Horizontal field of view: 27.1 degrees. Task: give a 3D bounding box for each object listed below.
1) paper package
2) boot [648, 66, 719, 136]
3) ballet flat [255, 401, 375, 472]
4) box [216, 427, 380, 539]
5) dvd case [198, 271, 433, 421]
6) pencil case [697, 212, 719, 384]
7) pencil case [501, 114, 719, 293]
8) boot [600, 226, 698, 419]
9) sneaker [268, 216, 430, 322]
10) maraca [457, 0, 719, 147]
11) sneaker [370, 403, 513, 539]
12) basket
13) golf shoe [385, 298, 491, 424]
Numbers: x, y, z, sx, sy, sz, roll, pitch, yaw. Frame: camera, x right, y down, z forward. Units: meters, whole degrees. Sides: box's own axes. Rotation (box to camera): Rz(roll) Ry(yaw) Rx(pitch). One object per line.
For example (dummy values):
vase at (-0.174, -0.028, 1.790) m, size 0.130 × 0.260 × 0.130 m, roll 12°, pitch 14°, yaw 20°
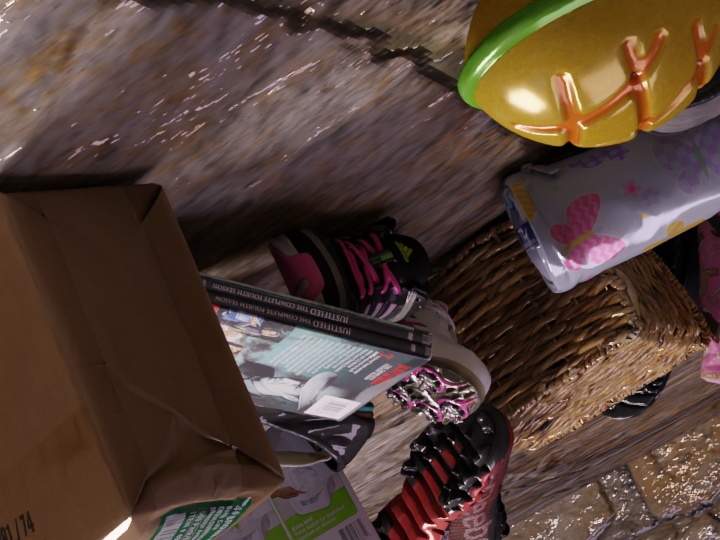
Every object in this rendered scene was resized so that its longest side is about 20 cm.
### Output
paper package at (-0.161, 0.081, 0.788) m, size 0.103 × 0.192 × 0.200 m, roll -6°, pitch 154°, yaw -47°
boot at (0.199, -0.117, 0.937) m, size 0.198 × 0.071 × 0.132 m, roll -15°, pitch 166°, yaw -17°
ballet flat at (-0.073, 0.101, 1.057) m, size 0.199 × 0.068 × 0.069 m, roll 23°, pitch 95°, yaw -33°
box at (-0.116, 0.180, 1.112) m, size 0.199 × 0.178 × 0.097 m, roll -27°, pitch 172°, yaw -31°
dvd case at (-0.074, 0.047, 0.923) m, size 0.198 × 0.022 × 0.146 m, roll 16°, pitch 154°, yaw -18°
pencil case at (0.316, -0.002, 1.196) m, size 0.086 × 0.203 × 0.082 m, roll 0°, pitch 178°, yaw 42°
pencil case at (0.198, -0.063, 1.048) m, size 0.198 × 0.092 × 0.083 m, roll -25°, pitch 168°, yaw 1°
boot at (0.269, 0.029, 1.288) m, size 0.076 × 0.203 × 0.167 m, roll 12°, pitch -178°, yaw 33°
sneaker at (0.000, 0.000, 0.986) m, size 0.087 × 0.074 × 0.200 m, roll -27°, pitch 168°, yaw 6°
maraca at (0.138, -0.124, 0.753) m, size 0.198 × 0.108 × 0.137 m, roll -16°, pitch 168°, yaw -28°
sneaker at (0.075, 0.169, 1.124) m, size 0.097 × 0.071 × 0.202 m, roll -4°, pitch 137°, yaw -33°
basket at (0.147, 0.042, 1.182) m, size 0.199 × 0.144 × 0.148 m, roll -37°, pitch 156°, yaw 27°
golf shoe at (0.037, 0.052, 1.093) m, size 0.092 × 0.073 × 0.199 m, roll -47°, pitch -153°, yaw -17°
